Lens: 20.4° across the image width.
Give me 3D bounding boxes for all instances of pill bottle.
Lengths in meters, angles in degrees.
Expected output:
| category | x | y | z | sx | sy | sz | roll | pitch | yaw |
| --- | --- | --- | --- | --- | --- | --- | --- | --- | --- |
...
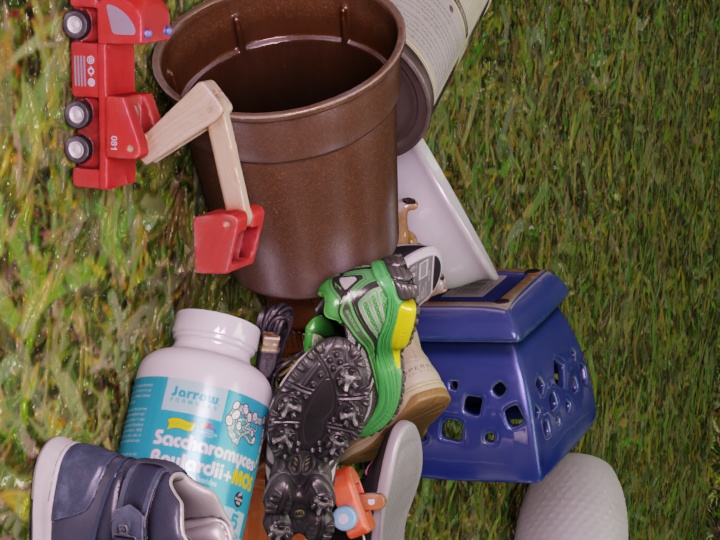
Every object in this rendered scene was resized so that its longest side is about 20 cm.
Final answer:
| category | x | y | z | sx | sy | sz | roll | pitch | yaw |
| --- | --- | --- | --- | --- | --- | --- | --- | --- | --- |
| pill bottle | -0.132 | 0.135 | 1.568 | 0.111 | 0.110 | 0.201 | 43 | 55 | -63 |

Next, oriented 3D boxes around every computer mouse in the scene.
| category | x | y | z | sx | sy | sz | roll | pitch | yaw |
| --- | --- | --- | --- | --- | --- | --- | --- | --- | --- |
| computer mouse | -0.015 | 0.033 | 1.679 | 0.199 | 0.044 | 0.110 | -31 | 145 | -28 |

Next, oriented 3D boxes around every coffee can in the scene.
| category | x | y | z | sx | sy | sz | roll | pitch | yaw |
| --- | --- | --- | --- | --- | --- | --- | --- | --- | --- |
| coffee can | 0.026 | -0.219 | 1.827 | 0.200 | 0.145 | 0.147 | -62 | 149 | -43 |

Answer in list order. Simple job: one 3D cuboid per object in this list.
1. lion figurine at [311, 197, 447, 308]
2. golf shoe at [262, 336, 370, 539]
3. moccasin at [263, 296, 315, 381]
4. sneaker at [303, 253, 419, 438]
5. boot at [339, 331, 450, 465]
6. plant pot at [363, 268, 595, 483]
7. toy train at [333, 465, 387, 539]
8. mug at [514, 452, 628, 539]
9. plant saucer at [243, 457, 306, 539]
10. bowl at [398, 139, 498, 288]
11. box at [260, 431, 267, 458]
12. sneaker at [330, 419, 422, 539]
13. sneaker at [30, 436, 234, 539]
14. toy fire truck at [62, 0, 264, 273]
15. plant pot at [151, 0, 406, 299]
| category | x | y | z | sx | sy | sz | roll | pitch | yaw |
| --- | --- | --- | --- | --- | --- | --- | --- | --- | --- |
| lion figurine | 0.000 | 0.000 | 1.768 | 0.199 | 0.072 | 0.123 | -20 | 127 | -46 |
| golf shoe | -0.042 | 0.120 | 1.589 | 0.095 | 0.077 | 0.201 | -94 | -163 | -54 |
| moccasin | -0.050 | 0.078 | 1.821 | 0.202 | 0.073 | 0.078 | 83 | 14 | -52 |
| sneaker | -0.010 | 0.063 | 1.623 | 0.201 | 0.085 | 0.078 | 98 | -23 | -46 |
| boot | 0.010 | 0.094 | 1.942 | 0.156 | 0.072 | 0.200 | 69 | -26 | 18 |
| plant pot | 0.119 | 0.100 | 2.080 | 0.200 | 0.199 | 0.181 | -35 | 121 | -61 |
| toy train | -0.018 | 0.175 | 1.762 | 0.200 | 0.055 | 0.151 | 33 | 38 | -76 |
| mug | 0.265 | 0.343 | 2.594 | 0.200 | 0.147 | 0.176 | 118 | -16 | -60 |
| plant saucer | -0.091 | 0.259 | 1.701 | 0.200 | 0.032 | 0.202 | 4 | 90 | -67 |
| bowl | 0.048 | -0.057 | 1.944 | 0.202 | 0.090 | 0.201 | 59 | 5 | -8 |
| box | -0.095 | 0.235 | 1.777 | 0.137 | 0.039 | 0.201 | 29 | 68 | -65 |
| sneaker | -0.003 | 0.213 | 1.903 | 0.071 | 0.099 | 0.201 | -35 | 143 | -47 |
| sneaker | -0.168 | 0.231 | 1.459 | 0.077 | 0.145 | 0.204 | -22 | 117 | -67 |
| toy fire truck | -0.141 | -0.104 | 1.446 | 0.049 | 0.140 | 0.201 | -24 | 118 | -65 |
| plant pot | -0.052 | -0.099 | 1.606 | 0.201 | 0.199 | 0.199 | -61 | 151 | -45 |
